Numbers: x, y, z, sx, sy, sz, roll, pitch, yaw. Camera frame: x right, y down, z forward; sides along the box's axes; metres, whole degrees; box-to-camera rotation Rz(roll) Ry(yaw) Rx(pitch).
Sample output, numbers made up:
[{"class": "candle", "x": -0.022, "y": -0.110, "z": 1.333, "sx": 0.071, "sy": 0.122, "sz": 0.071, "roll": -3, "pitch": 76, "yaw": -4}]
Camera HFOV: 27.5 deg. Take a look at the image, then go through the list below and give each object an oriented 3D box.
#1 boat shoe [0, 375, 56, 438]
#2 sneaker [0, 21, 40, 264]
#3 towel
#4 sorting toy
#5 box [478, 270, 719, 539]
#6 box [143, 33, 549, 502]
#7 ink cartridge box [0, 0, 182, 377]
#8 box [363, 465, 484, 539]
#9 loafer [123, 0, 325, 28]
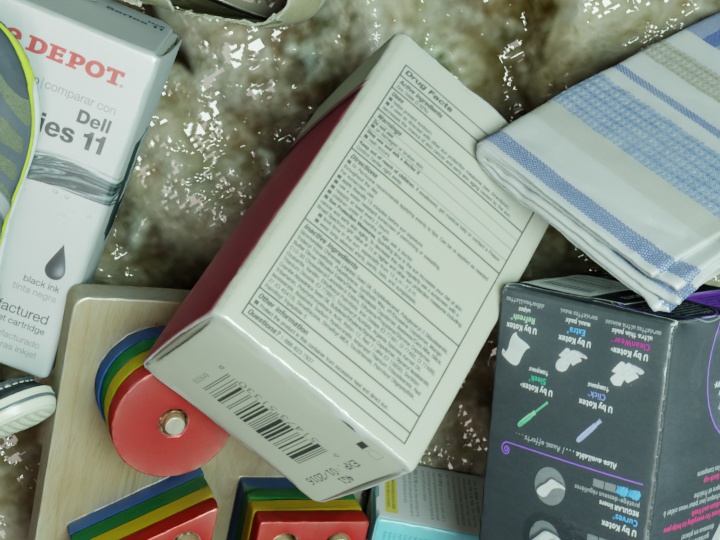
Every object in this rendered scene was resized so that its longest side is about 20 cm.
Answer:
[{"class": "boat shoe", "x": -0.253, "y": 0.074, "z": 0.841, "sx": 0.199, "sy": 0.074, "sz": 0.063, "roll": -9, "pitch": 92, "yaw": 39}, {"class": "sneaker", "x": -0.210, "y": -0.033, "z": 0.746, "sx": 0.073, "sy": 0.081, "sz": 0.202, "roll": 9, "pitch": 108, "yaw": -3}, {"class": "towel", "x": 0.175, "y": -0.064, "z": 0.760, "sx": 0.199, "sy": 0.147, "sz": 0.024, "roll": -30, "pitch": 141, "yaw": -25}, {"class": "sorting toy", "x": -0.080, "y": 0.119, "z": 0.847, "sx": 0.197, "sy": 0.070, "sz": 0.202, "roll": 4, "pitch": 113, "yaw": -23}, {"class": "box", "x": 0.139, "y": 0.108, "z": 0.765, "sx": 0.106, "sy": 0.122, "sz": 0.202, "roll": 13, "pitch": 102, "yaw": 42}, {"class": "box", "x": 0.000, "y": 0.000, "z": 0.776, "sx": 0.128, "sy": 0.109, "sz": 0.201, "roll": 39, "pitch": 59, "yaw": -11}, {"class": "ink cartridge box", "x": -0.203, "y": -0.064, "z": 0.823, "sx": 0.146, "sy": 0.083, "sz": 0.201, "roll": 21, "pitch": 106, "yaw": -6}, {"class": "box", "x": 0.101, "y": 0.170, "z": 0.897, "sx": 0.198, "sy": 0.082, "sz": 0.050, "roll": 12, "pitch": 108, "yaw": -3}, {"class": "loafer", "x": -0.112, "y": -0.180, "z": 0.795, "sx": 0.198, "sy": 0.068, "sz": 0.076, "roll": 12, "pitch": 107, "yaw": -4}]
